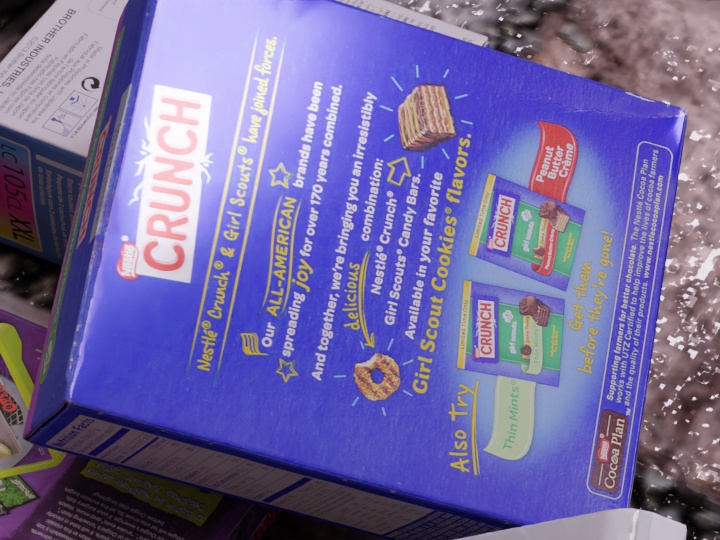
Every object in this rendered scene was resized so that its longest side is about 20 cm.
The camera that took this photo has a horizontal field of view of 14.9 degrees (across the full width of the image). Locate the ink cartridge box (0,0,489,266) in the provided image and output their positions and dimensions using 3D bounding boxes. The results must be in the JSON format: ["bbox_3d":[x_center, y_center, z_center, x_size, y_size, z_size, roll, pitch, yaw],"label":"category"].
[{"bbox_3d":[-0.037,-0.047,1.087,0.200,0.076,0.136,20,52,21],"label":"ink cartridge box"}]

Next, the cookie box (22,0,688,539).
[{"bbox_3d":[0.000,0.000,0.962,0.200,0.075,0.171,17,69,-15],"label":"cookie box"}]

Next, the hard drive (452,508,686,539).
[{"bbox_3d":[0.033,0.175,0.807,0.027,0.132,0.200,22,68,-28],"label":"hard drive"}]

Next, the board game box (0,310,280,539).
[{"bbox_3d":[-0.135,0.072,1.000,0.200,0.032,0.120,22,47,22],"label":"board game box"}]
